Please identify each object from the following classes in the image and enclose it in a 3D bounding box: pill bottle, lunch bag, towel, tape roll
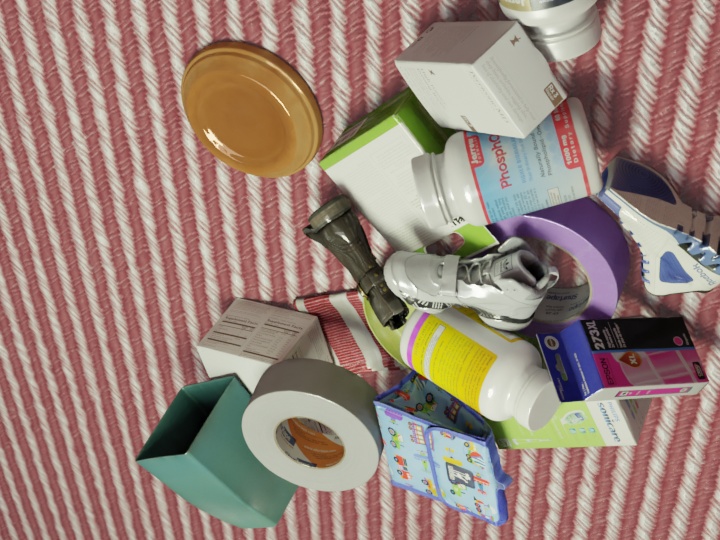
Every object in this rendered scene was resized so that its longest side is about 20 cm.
[{"bbox_3d":[0.150,0.115,1.590,0.199,0.104,0.105,32,145,34],"label":"pill bottle"},{"bbox_3d":[0.125,0.241,1.711,0.199,0.094,0.152,24,137,43],"label":"lunch bag"},{"bbox_3d":[0.010,0.088,1.845,0.198,0.023,0.145,-7,125,36],"label":"towel"},{"bbox_3d":[0.180,-0.313,1.284,0.110,0.112,0.202,1,131,29],"label":"pill bottle"},{"bbox_3d":[0.226,-0.008,1.592,0.198,0.066,0.202,16,137,15],"label":"tape roll"},{"bbox_3d":[0.161,-0.113,1.442,0.197,0.109,0.110,-16,125,9],"label":"pill bottle"},{"bbox_3d":[-0.061,0.215,1.794,0.198,0.067,0.202,11,134,12],"label":"tape roll"}]

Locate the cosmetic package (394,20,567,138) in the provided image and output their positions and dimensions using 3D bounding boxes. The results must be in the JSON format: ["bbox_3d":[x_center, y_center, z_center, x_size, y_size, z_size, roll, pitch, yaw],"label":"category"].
[{"bbox_3d":[0.123,-0.205,1.384,0.102,0.074,0.200,50,171,-21],"label":"cosmetic package"}]

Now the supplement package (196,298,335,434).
[{"bbox_3d":[-0.126,0.162,1.918,0.154,0.111,0.202,11,135,32],"label":"supplement package"}]

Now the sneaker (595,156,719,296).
[{"bbox_3d":[0.342,-0.030,1.489,0.198,0.081,0.115,32,137,-4],"label":"sneaker"}]

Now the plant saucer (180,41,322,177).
[{"bbox_3d":[-0.144,-0.195,1.650,0.198,0.038,0.202,17,137,17],"label":"plant saucer"}]

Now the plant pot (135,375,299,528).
[{"bbox_3d":[-0.191,0.279,1.898,0.140,0.142,0.200,-15,126,48],"label":"plant pot"}]

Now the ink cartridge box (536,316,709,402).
[{"bbox_3d":[0.313,0.105,1.549,0.197,0.096,0.037,-2,147,-21],"label":"ink cartridge box"}]

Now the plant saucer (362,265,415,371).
[{"bbox_3d":[0.095,0.064,1.723,0.198,0.031,0.202,21,136,22],"label":"plant saucer"}]

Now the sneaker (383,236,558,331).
[{"bbox_3d":[0.133,0.003,1.523,0.198,0.076,0.115,17,146,-14],"label":"sneaker"}]

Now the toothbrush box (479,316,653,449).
[{"bbox_3d":[0.267,0.145,1.655,0.198,0.146,0.087,-6,127,35],"label":"toothbrush box"}]

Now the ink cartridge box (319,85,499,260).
[{"bbox_3d":[0.070,-0.103,1.575,0.147,0.076,0.200,-26,111,44],"label":"ink cartridge box"}]

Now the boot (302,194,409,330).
[{"bbox_3d":[0.000,0.000,1.633,0.175,0.069,0.200,57,178,3],"label":"boot"}]
